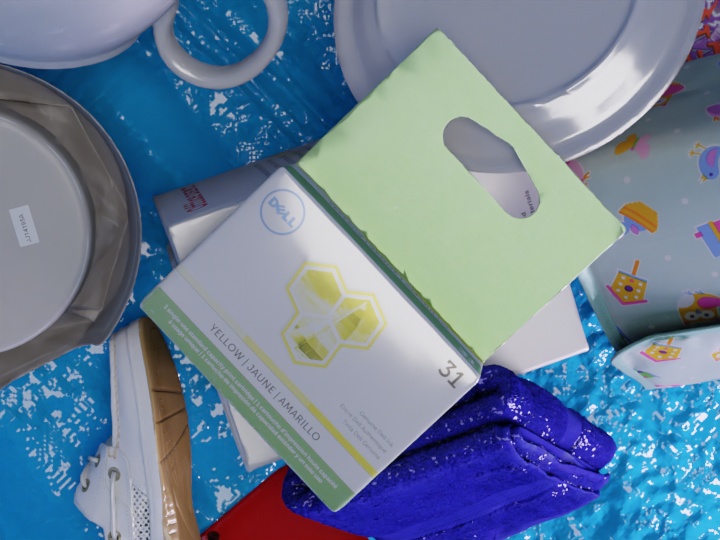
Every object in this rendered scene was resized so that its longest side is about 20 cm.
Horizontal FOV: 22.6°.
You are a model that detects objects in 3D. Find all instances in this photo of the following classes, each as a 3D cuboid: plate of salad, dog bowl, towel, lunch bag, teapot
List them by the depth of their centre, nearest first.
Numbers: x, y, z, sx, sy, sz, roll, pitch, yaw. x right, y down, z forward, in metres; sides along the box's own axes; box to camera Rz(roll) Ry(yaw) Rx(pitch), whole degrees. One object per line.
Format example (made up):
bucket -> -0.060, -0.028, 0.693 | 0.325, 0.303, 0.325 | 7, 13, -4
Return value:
plate of salad -> 0.083, -0.142, 0.948 | 0.199, 0.048, 0.201 | -6, 72, 18
teapot -> -0.167, -0.174, 0.965 | 0.197, 0.200, 0.146 | -18, 138, -27
towel -> 0.057, 0.119, 1.012 | 0.147, 0.200, 0.050 | -29, 65, 14
dog bowl -> -0.222, -0.025, 1.014 | 0.199, 0.059, 0.201 | -2, 106, -6
lunch bag -> 0.212, -0.016, 1.021 | 0.170, 0.122, 0.200 | -12, 122, 22

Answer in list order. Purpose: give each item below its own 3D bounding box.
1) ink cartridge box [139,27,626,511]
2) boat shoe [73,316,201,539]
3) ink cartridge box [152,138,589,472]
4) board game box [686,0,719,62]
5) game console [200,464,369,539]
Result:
ink cartridge box -> 0.012, -0.001, 0.895 | 0.200, 0.048, 0.146 | -43, 90, 10
boat shoe -> -0.136, 0.129, 1.054 | 0.069, 0.071, 0.201 | -6, 89, 11
ink cartridge box -> 0.000, 0.000, 1.017 | 0.200, 0.147, 0.145 | -19, 101, -5
board game box -> 0.236, -0.172, 1.053 | 0.120, 0.032, 0.201 | -12, 94, 24
game console -> -0.049, 0.252, 1.114 | 0.200, 0.119, 0.172 | -40, 133, -1
